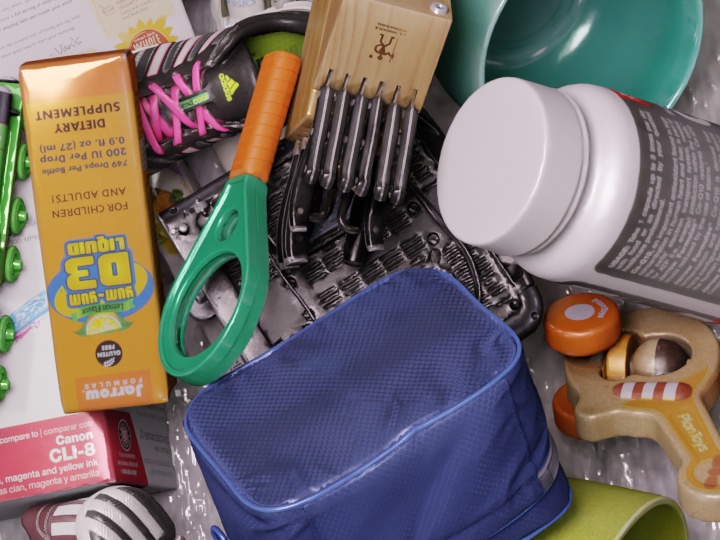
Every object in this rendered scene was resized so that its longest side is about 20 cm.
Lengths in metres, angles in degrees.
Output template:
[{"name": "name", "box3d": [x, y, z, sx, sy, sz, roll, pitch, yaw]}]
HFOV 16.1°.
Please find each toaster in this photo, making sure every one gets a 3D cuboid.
[{"name": "toaster", "box3d": [0.000, 0.000, 1.522, 0.200, 0.119, 0.181, -32, 83, -8]}]

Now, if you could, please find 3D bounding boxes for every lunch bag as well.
[{"name": "lunch bag", "box3d": [0.007, 0.113, 1.384, 0.199, 0.133, 0.136, -30, 36, -9]}]

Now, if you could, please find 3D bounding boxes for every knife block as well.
[{"name": "knife block", "box3d": [-0.005, -0.101, 1.455, 0.064, 0.200, 0.176, 14, 123, -11]}]

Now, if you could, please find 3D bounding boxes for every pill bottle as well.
[{"name": "pill bottle", "box3d": [0.150, -0.042, 1.456, 0.114, 0.199, 0.114, -24, 59, 49]}]

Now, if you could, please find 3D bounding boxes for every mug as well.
[{"name": "mug", "box3d": [0.105, -0.139, 1.523, 0.186, 0.152, 0.114, -61, 36, 14]}]

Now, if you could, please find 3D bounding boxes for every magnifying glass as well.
[{"name": "magnifying glass", "box3d": [-0.068, -0.030, 1.421, 0.079, 0.022, 0.201, -13, 57, 51]}]

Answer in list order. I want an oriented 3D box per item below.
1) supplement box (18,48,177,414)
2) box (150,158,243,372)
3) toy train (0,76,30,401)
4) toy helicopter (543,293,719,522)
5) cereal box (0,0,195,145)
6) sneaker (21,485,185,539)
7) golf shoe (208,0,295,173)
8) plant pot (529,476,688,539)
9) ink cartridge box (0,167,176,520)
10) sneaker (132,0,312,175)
[{"name": "supplement box", "box3d": [-0.149, -0.022, 1.446, 0.066, 0.069, 0.201, -8, 99, -3]}, {"name": "box", "box3d": [-0.094, 0.003, 1.606, 0.039, 0.041, 0.201, -31, 79, 7]}, {"name": "toy train", "box3d": [-0.220, -0.016, 1.479, 0.042, 0.056, 0.201, 4, 84, 12]}, {"name": "toy helicopter", "box3d": [0.191, 0.080, 1.473, 0.132, 0.200, 0.079, -13, 121, -7]}, {"name": "cereal box", "box3d": [-0.187, -0.173, 1.516, 0.143, 0.040, 0.201, -23, 120, -5]}, {"name": "sneaker", "box3d": [-0.138, 0.205, 1.558, 0.115, 0.200, 0.076, -3, 40, 40]}, {"name": "golf shoe", "box3d": [-0.071, -0.147, 1.589, 0.078, 0.097, 0.201, -3, 84, 11]}, {"name": "plant pot", "box3d": [0.062, 0.189, 1.489, 0.199, 0.187, 0.188, 19, 88, 25]}, {"name": "ink cartridge box", "box3d": [-0.212, 0.047, 1.573, 0.144, 0.145, 0.201, -11, 82, 10]}, {"name": "sneaker", "box3d": [-0.091, -0.106, 1.499, 0.199, 0.087, 0.074, -24, 100, -14]}]
